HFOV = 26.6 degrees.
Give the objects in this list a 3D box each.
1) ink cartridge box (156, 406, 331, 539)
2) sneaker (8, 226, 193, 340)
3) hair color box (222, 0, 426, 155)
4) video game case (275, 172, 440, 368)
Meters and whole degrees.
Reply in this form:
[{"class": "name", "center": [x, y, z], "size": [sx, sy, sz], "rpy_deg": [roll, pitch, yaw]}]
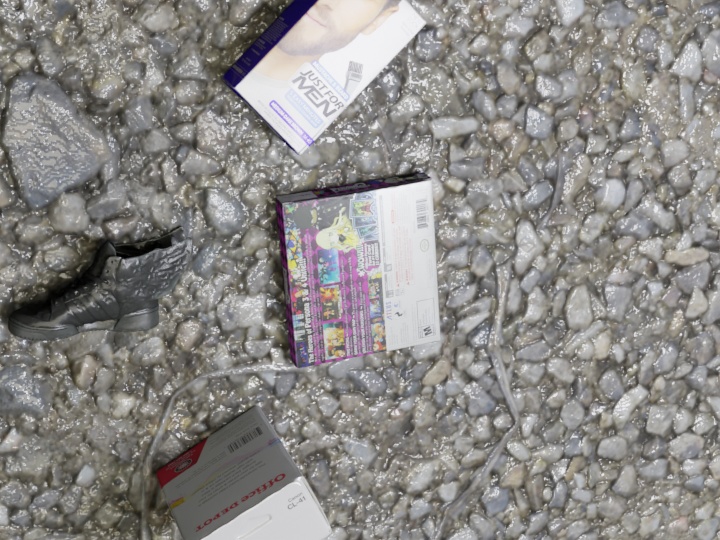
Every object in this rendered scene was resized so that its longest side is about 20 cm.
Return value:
[{"class": "ink cartridge box", "center": [-0.133, 0.255, 1.694], "size": [0.147, 0.200, 0.086], "rpy_deg": [-31, 115, -5]}, {"class": "sneaker", "center": [-0.280, 0.013, 1.641], "size": [0.198, 0.060, 0.105], "rpy_deg": [-4, 111, -23]}, {"class": "hair color box", "center": [-0.039, -0.236, 1.633], "size": [0.200, 0.065, 0.109], "rpy_deg": [-47, 116, 0]}, {"class": "video game case", "center": [0.000, 0.000, 1.742], "size": [0.179, 0.036, 0.202], "rpy_deg": [-11, 111, -15]}]
